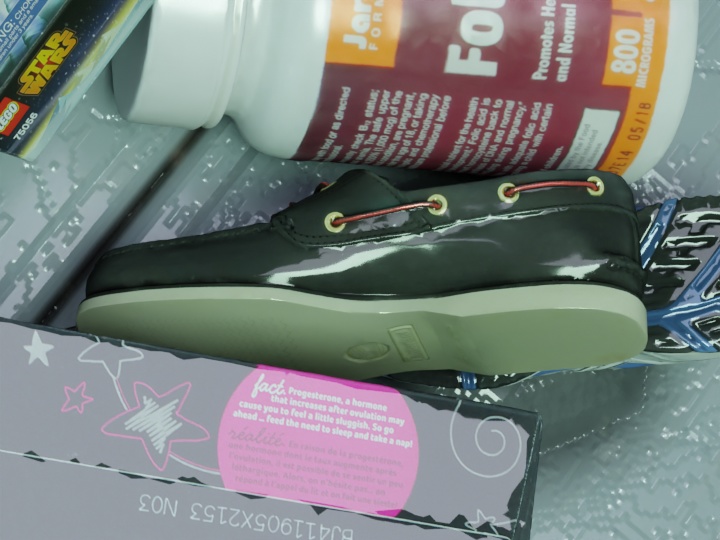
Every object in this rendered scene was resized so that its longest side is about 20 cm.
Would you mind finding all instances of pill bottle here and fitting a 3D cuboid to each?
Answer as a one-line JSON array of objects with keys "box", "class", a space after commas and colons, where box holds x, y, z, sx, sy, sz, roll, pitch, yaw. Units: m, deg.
[{"box": [0.014, -0.095, 0.894, 0.199, 0.114, 0.115, 4, 79, -15], "class": "pill bottle"}]

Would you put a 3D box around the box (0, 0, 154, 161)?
[{"box": [-0.100, -0.158, 0.832, 0.200, 0.040, 0.137, -51, 57, 12], "class": "box"}]

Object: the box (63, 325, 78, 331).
[{"box": [-0.107, 0.095, 0.869, 0.199, 0.036, 0.144, -16, 85, -19], "class": "box"}]

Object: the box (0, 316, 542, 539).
[{"box": [-0.056, 0.099, 0.806, 0.199, 0.115, 0.133, 11, 79, -13], "class": "box"}]

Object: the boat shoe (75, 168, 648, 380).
[{"box": [0.000, 0.001, 0.852, 0.200, 0.074, 0.063, -3, 66, 5], "class": "boat shoe"}]

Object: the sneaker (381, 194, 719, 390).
[{"box": [0.068, 0.011, 0.917, 0.199, 0.077, 0.076, 2, 83, 3], "class": "sneaker"}]
